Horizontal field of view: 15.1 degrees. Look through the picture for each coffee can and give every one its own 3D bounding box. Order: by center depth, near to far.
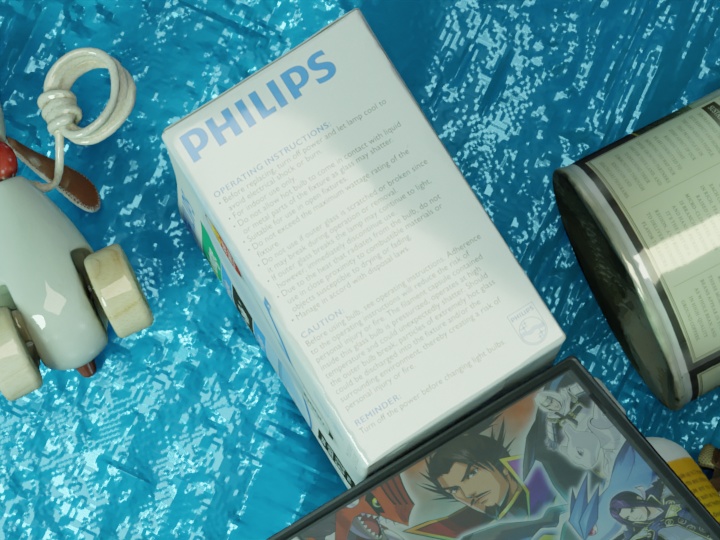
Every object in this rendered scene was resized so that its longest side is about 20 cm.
[{"bbox_3d":[0.224,-0.034,1.462,0.199,0.146,0.147,-26,82,-5],"label":"coffee can"}]

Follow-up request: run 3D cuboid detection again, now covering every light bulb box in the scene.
[{"bbox_3d":[0.000,0.000,1.429,0.124,0.198,0.201,-31,80,-7],"label":"light bulb box"}]

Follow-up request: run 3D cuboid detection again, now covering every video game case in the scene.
[{"bbox_3d":[0.071,0.152,1.303,0.199,0.026,0.181,-30,52,-12],"label":"video game case"}]

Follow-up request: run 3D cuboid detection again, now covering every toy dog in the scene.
[{"bbox_3d":[-0.180,-0.016,1.500,0.131,0.096,0.201,-6,66,2],"label":"toy dog"}]

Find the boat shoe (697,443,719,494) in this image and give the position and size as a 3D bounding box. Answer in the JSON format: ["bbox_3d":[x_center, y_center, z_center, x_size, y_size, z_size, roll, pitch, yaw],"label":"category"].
[{"bbox_3d":[0.208,0.125,1.474,0.201,0.075,0.075,-28,76,-5],"label":"boat shoe"}]

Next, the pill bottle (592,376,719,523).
[{"bbox_3d":[0.147,0.158,1.391,0.112,0.113,0.200,-35,71,-6],"label":"pill bottle"}]
